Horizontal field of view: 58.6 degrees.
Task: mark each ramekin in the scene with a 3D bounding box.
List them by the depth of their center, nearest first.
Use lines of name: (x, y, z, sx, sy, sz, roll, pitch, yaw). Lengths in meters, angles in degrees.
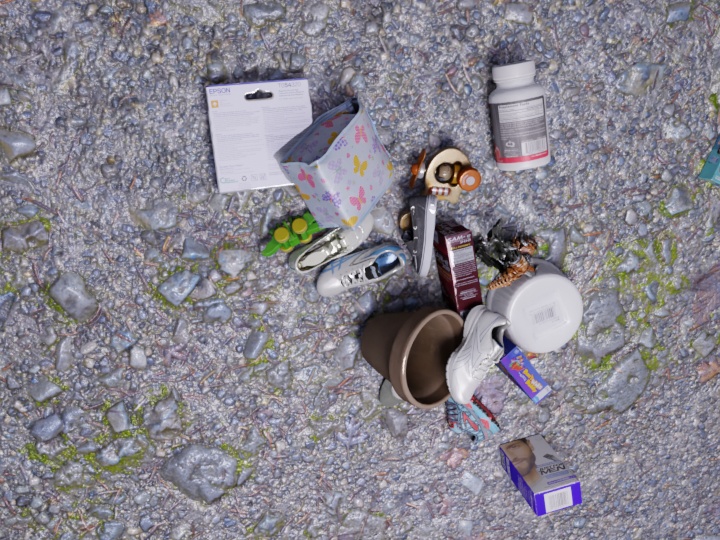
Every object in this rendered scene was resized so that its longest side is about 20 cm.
ramekin: (0.385, 0.082, 1.403, 0.199, 0.098, 0.202, -3, 105, -10)

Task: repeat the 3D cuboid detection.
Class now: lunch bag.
lunch bag: (-0.030, -0.201, 1.211, 0.200, 0.127, 0.170, -54, 132, -26)

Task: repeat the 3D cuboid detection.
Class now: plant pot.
plant pot: (0.096, 0.163, 1.314, 0.199, 0.174, 0.202, -9, 103, -41)

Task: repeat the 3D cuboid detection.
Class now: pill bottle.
pill bottle: (0.313, -0.308, 1.273, 0.110, 0.111, 0.201, -13, 107, -7)

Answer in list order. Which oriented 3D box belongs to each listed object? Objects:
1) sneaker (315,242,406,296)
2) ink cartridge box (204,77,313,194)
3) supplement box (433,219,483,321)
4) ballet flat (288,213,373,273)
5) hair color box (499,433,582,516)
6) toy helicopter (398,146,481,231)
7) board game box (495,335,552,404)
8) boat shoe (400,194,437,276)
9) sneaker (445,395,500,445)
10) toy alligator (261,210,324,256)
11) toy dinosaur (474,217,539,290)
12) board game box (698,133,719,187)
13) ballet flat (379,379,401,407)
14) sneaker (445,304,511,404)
sneaker: (0.000, 0.000, 1.319, 0.199, 0.073, 0.072, -24, 110, -2)
ink cartridge box: (-0.186, -0.257, 1.226, 0.195, 0.043, 0.202, -7, 104, -10)
supplement box: (0.203, 0.006, 1.340, 0.060, 0.109, 0.201, -14, 107, -6)
ballet flat: (-0.054, -0.050, 1.297, 0.199, 0.069, 0.070, -31, 109, -2)
hair color box: (0.405, 0.460, 1.458, 0.109, 0.200, 0.065, -13, 106, -7)
toy helicopter: (0.139, -0.164, 1.302, 0.132, 0.079, 0.200, 29, 111, -23)
board game box: (0.309, 0.184, 1.363, 0.045, 0.200, 0.135, -41, 109, 1)
boat shoe: (0.115, -0.069, 1.302, 0.066, 0.070, 0.201, 6, 137, 5)
sneaker: (0.230, 0.325, 1.451, 0.095, 0.079, 0.200, -43, 109, 5)
toy alligator: (-0.115, -0.092, 1.283, 0.199, 0.059, 0.054, -28, 68, -4)
toy dinosaur: (0.308, -0.028, 1.326, 0.136, 0.200, 0.102, 41, 117, 2)
board game box: (0.869, -0.270, 1.427, 0.150, 0.047, 0.201, 19, 101, -15)
ballet flat: (0.111, 0.227, 1.407, 0.067, 0.064, 0.200, 35, 97, -19)
sneaker: (0.231, 0.168, 1.261, 0.074, 0.087, 0.201, 23, 84, -40)
